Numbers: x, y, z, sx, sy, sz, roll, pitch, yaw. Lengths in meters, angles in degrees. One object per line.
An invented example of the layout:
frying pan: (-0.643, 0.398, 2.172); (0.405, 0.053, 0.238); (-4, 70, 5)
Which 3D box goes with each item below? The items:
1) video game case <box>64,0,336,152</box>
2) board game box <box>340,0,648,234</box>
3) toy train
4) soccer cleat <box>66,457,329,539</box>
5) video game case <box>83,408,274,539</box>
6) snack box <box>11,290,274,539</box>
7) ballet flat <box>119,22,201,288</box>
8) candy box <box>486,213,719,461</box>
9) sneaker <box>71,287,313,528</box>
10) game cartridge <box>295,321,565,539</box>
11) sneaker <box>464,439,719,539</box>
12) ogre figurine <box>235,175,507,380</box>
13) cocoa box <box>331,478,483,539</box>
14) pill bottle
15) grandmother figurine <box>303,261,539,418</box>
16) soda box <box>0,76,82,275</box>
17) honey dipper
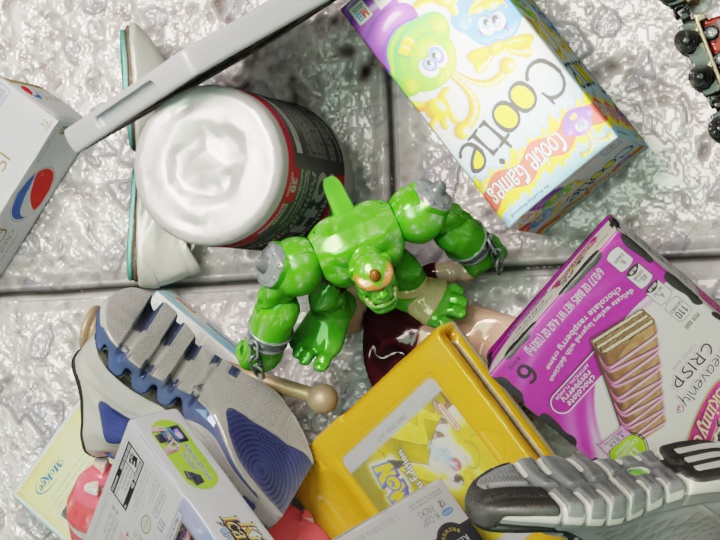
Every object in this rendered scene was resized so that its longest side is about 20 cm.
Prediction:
video game case: (-0.093, -0.158, 1.636); (0.182, 0.200, 0.023); (-25, 97, 54)
board game box: (0.096, -0.136, 1.656); (0.105, 0.103, 0.200); (-40, 77, 13)
toy train: (0.248, -0.157, 1.644); (0.046, 0.034, 0.200); (-22, 83, 13)
soccer cleat: (-0.119, 0.195, 1.716); (0.200, 0.067, 0.077); (14, 128, 1)
video game case: (-0.124, 0.229, 1.611); (0.181, 0.045, 0.200); (51, 135, 31)
snack box: (-0.163, 0.129, 1.768); (0.116, 0.037, 0.200); (39, 100, 15)
ballet flat: (-0.147, -0.087, 1.762); (0.069, 0.069, 0.201); (-1, 92, 18)
candy box: (0.204, 0.078, 1.604); (0.200, 0.061, 0.136); (39, 101, -8)
sneaker: (-0.135, 0.109, 1.693); (0.199, 0.081, 0.115); (45, 134, -7)
game cartridge: (0.053, 0.161, 1.659); (0.176, 0.032, 0.200); (52, 126, 10)
sneaker: (0.163, 0.183, 1.547); (0.200, 0.075, 0.116); (-5, 115, -17)
ogre figurine: (0.000, 0.000, 1.626); (0.200, 0.120, 0.098); (-8, 55, 7)
cocoa box: (0.004, 0.263, 1.620); (0.131, 0.133, 0.200); (55, 137, 11)
pill bottle: (-0.074, -0.069, 1.659); (0.110, 0.200, 0.111); (0, 89, 18)
grandmother figurine: (0.047, 0.048, 1.695); (0.200, 0.061, 0.121); (20, 72, 20)
soda box: (-0.293, -0.049, 1.799); (0.064, 0.068, 0.200); (36, 100, 15)
honey dipper: (-0.110, 0.070, 1.719); (0.200, 0.038, 0.038); (16, 94, 12)
